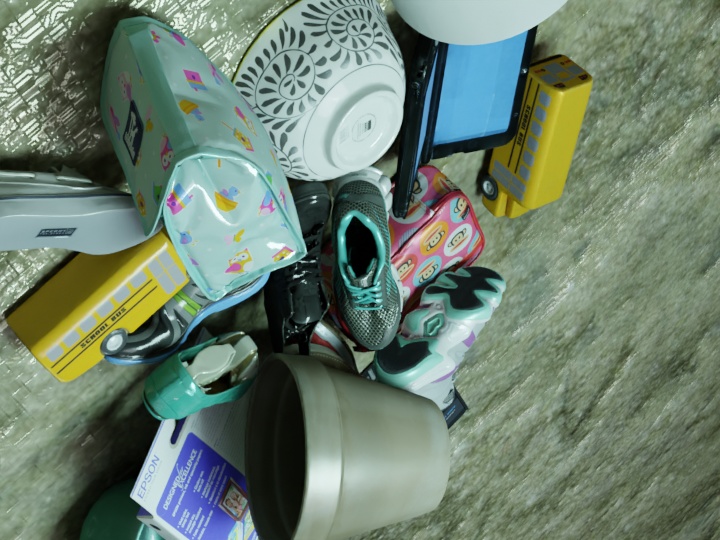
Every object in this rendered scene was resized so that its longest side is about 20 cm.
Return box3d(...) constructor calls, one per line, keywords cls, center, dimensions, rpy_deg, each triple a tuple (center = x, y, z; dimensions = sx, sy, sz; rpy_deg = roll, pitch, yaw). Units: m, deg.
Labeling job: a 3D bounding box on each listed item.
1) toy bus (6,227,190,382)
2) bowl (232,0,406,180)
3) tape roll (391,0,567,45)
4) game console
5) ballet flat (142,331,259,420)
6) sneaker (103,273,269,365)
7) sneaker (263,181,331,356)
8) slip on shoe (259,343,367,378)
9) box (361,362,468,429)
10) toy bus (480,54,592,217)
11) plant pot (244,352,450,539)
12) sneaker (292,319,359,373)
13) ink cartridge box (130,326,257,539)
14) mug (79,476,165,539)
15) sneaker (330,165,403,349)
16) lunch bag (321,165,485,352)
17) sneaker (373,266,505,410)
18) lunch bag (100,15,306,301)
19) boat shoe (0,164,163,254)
box3d(cls="toy bus", center=(-0.224, 0.011, 1.414), dimensions=(0.200, 0.065, 0.078), rpy_deg=(-42, 146, -8))
box3d(cls="bowl", center=(-0.021, -0.156, 1.450), dimensions=(0.200, 0.094, 0.202), rpy_deg=(-30, 143, -26))
box3d(cls="tape roll", center=(0.092, -0.315, 1.314), dimensions=(0.203, 0.203, 0.139), rpy_deg=(-45, 147, -4))
box3d(cls="game console", center=(0.108, -0.168, 1.559), dimensions=(0.177, 0.115, 0.202), rpy_deg=(-75, 173, -48))
box3d(cls="ballet flat", center=(-0.138, 0.096, 1.507), dimensions=(0.070, 0.068, 0.200), rpy_deg=(-36, 176, 26))
box3d(cls="sneaker", center=(-0.177, 0.019, 1.485), dimensions=(0.199, 0.071, 0.083), rpy_deg=(-36, 134, -21))
box3d(cls="sneaker", center=(-0.059, 0.006, 1.536), dimensions=(0.059, 0.105, 0.200), rpy_deg=(-10, 152, -26))
box3d(cls="slip on shoe", center=(-0.026, 0.141, 1.661), dimensions=(0.076, 0.061, 0.199), rpy_deg=(-46, 134, 10))
box3d(cls="box", center=(0.031, 0.194, 1.924), dimensions=(0.200, 0.050, 0.199), rpy_deg=(-44, 148, -7))
box3d(cls="toy bus", center=(0.196, -0.143, 1.718), dimensions=(0.065, 0.078, 0.202), rpy_deg=(-22, 140, -33))
box3d(cls="plant pot", center=(-0.010, 0.187, 1.557), dimensions=(0.171, 0.201, 0.202), rpy_deg=(3, 126, -23))
box3d(cls="sneaker", center=(-0.063, 0.124, 1.716), dimensions=(0.112, 0.071, 0.201), rpy_deg=(-44, 150, -13))
box3d(cls="ink cartridge box", center=(-0.157, 0.194, 1.603), dimensions=(0.200, 0.043, 0.200), rpy_deg=(50, 52, -42))
box3d(cls="mug", center=(-0.220, 0.289, 1.651), dimensions=(0.185, 0.113, 0.153), rpy_deg=(-48, 126, -40))
box3d(cls="sneaker", center=(0.000, 0.000, 1.544), dimensions=(0.077, 0.092, 0.202), rpy_deg=(-5, 118, 8))
box3d(cls="lunch bag", center=(0.043, -0.006, 1.703), dimensions=(0.200, 0.082, 0.176), rpy_deg=(-42, 151, -6))
box3d(cls="sneaker", center=(0.088, 0.094, 1.693), dimensions=(0.200, 0.077, 0.141), rpy_deg=(-39, 144, -28))
box3d(cls="lunch bag", center=(-0.141, -0.099, 1.288), dimensions=(0.121, 0.172, 0.200), rpy_deg=(-26, 147, 4))
box3d(cls="boat shoe", center=(-0.255, -0.056, 1.307), dimensions=(0.199, 0.066, 0.072), rpy_deg=(-4, 150, -43))
